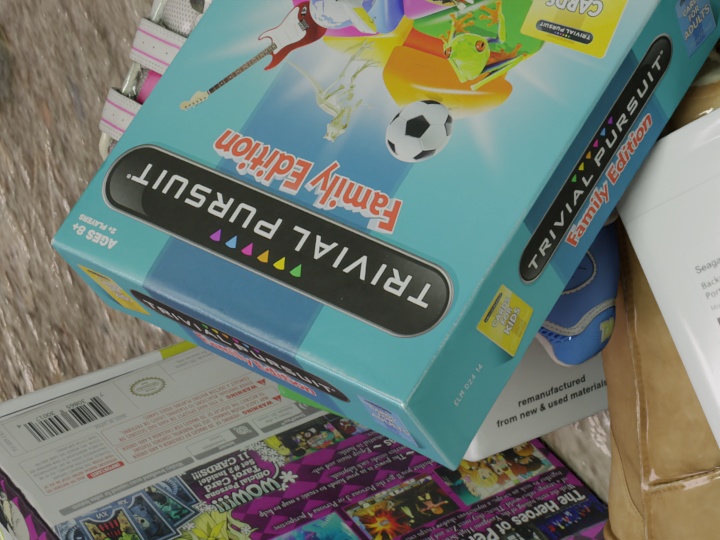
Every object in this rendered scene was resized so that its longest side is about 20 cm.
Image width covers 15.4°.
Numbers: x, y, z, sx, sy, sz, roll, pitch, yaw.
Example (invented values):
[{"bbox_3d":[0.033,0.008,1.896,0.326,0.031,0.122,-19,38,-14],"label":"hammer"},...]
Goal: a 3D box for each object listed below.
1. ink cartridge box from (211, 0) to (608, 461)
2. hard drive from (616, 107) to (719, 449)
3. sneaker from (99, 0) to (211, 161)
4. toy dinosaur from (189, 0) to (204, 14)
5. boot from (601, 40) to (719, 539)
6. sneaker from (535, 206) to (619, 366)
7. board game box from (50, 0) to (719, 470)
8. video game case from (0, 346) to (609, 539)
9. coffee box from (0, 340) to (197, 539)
[{"bbox_3d":[0.020,-0.044,1.022,0.146,0.083,0.201,14,118,56],"label":"ink cartridge box"},{"bbox_3d":[0.168,0.033,0.819,0.132,0.027,0.201,-28,81,34],"label":"hard drive"},{"bbox_3d":[-0.069,-0.070,1.155,0.081,0.088,0.201,22,125,54],"label":"sneaker"},{"bbox_3d":[-0.045,-0.166,0.866,0.089,0.047,0.200,68,153,14],"label":"toy dinosaur"},{"bbox_3d":[0.126,0.028,0.902,0.175,0.066,0.201,19,121,54],"label":"boot"},{"bbox_3d":[0.000,0.000,0.923,0.199,0.076,0.077,-4,102,36],"label":"sneaker"},{"bbox_3d":[0.016,-0.056,0.854,0.151,0.201,0.047,23,163,34],"label":"board game box"},{"bbox_3d":[-0.029,0.093,1.069,0.181,0.199,0.036,42,142,40],"label":"video game case"},{"bbox_3d":[-0.089,0.155,1.210,0.201,0.197,0.200,66,151,10],"label":"coffee box"}]
